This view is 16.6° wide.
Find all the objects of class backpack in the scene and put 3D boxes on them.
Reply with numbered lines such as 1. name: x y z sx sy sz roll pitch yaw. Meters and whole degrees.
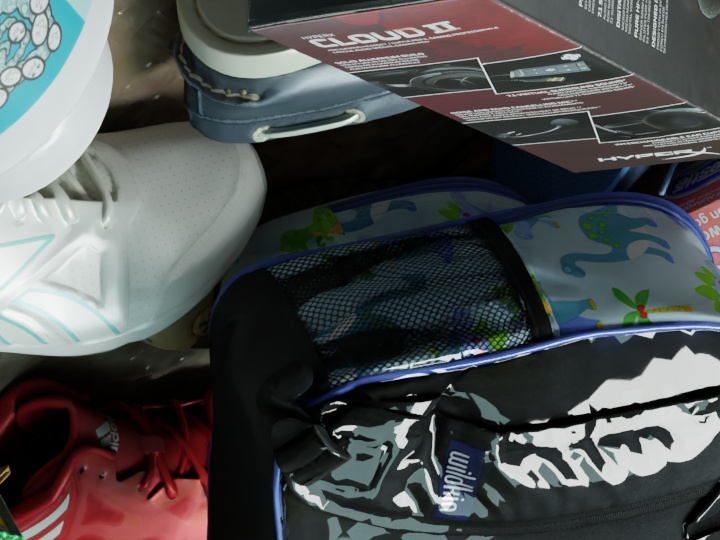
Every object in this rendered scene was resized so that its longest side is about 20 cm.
1. backpack: 0.045 0.056 0.881 0.199 0.147 0.184 -10 131 -15

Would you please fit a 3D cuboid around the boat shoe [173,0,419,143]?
1. boat shoe: 0.034 -0.089 0.820 0.199 0.075 0.062 -22 148 -18

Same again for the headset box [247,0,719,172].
1. headset box: 0.045 -0.122 0.692 0.077 0.150 0.200 -5 167 32

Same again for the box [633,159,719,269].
1. box: 0.176 -0.020 0.935 0.200 0.095 0.103 -26 -160 42

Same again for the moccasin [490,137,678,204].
1. moccasin: 0.118 -0.085 0.907 0.068 0.081 0.200 -7 143 -40

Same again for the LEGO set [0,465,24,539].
1. LEGO set: -0.185 0.133 0.910 0.153 0.116 0.200 -29 135 -9

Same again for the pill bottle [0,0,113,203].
1. pill bottle: -0.131 -0.087 0.616 0.111 0.111 0.200 -34 152 2

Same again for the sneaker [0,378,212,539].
1. sneaker: -0.072 0.077 0.968 0.199 0.079 0.116 -28 153 -12

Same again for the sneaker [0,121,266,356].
1. sneaker: -0.118 -0.012 0.791 0.199 0.071 0.080 -19 146 -24

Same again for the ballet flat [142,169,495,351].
1. ballet flat: 0.000 0.000 0.941 0.199 0.057 0.067 -11 145 -34
